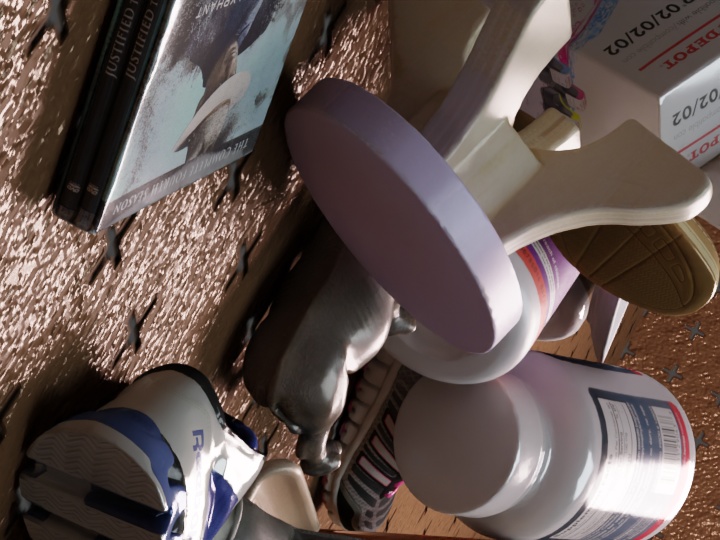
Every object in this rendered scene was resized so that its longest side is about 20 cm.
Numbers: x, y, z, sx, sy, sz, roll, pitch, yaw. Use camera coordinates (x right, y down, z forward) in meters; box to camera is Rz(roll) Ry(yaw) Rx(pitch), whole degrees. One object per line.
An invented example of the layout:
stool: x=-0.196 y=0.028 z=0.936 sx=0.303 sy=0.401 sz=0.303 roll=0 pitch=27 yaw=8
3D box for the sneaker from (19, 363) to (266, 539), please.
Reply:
sneaker: x=-0.089 y=0.116 z=0.887 sx=0.115 sy=0.081 sz=0.199 roll=-46 pitch=157 yaw=-50

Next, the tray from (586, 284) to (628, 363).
tray: x=0.171 y=-0.023 z=1.320 sx=0.200 sy=0.022 sz=0.107 roll=90 pitch=25 yaw=-67

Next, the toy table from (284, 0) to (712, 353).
toy table: x=0.054 y=-0.053 z=0.955 sx=0.117 sy=0.184 sz=0.200 roll=-45 pitch=169 yaw=-12

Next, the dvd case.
dvd case: x=-0.041 y=-0.119 z=0.739 sx=0.200 sy=0.022 sz=0.146 roll=-67 pitch=168 yaw=21

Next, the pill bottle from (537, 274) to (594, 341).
pill bottle: x=0.145 y=-0.059 z=1.452 sx=0.200 sy=0.111 sz=0.111 roll=-58 pitch=167 yaw=-28

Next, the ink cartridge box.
ink cartridge box: x=0.151 y=-0.112 z=1.059 sx=0.115 sy=0.200 sz=0.068 roll=-34 pitch=138 yaw=-23

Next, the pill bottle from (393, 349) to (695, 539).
pill bottle: x=0.112 y=0.110 z=1.307 sx=0.200 sy=0.120 sz=0.120 roll=13 pitch=104 yaw=-53

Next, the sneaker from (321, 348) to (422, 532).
sneaker: x=0.035 y=0.113 z=1.403 sx=0.074 sy=0.087 sz=0.200 roll=-49 pitch=162 yaw=-50

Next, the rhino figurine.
rhino figurine: x=0.000 y=0.000 z=1.076 sx=0.200 sy=0.060 sz=0.087 roll=-63 pitch=158 yaw=-20

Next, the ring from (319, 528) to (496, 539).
ring: x=0.048 y=0.180 z=1.347 sx=0.200 sy=0.200 sz=0.019 roll=39 pitch=55 yaw=-78

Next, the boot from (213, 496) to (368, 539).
boot: x=-0.034 y=0.207 z=1.069 sx=0.200 sy=0.073 sz=0.182 roll=30 pitch=86 yaw=-36

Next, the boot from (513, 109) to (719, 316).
boot: x=0.140 y=-0.079 z=1.199 sx=0.073 sy=0.200 sz=0.155 roll=-50 pitch=-178 yaw=41

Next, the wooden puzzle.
wooden puzzle: x=-0.095 y=0.201 z=1.171 sx=0.200 sy=0.037 sz=0.185 roll=-56 pitch=167 yaw=-14

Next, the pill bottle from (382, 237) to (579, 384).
pill bottle: x=0.083 y=-0.028 z=1.249 sx=0.200 sy=0.112 sz=0.112 roll=-50 pitch=162 yaw=-47
